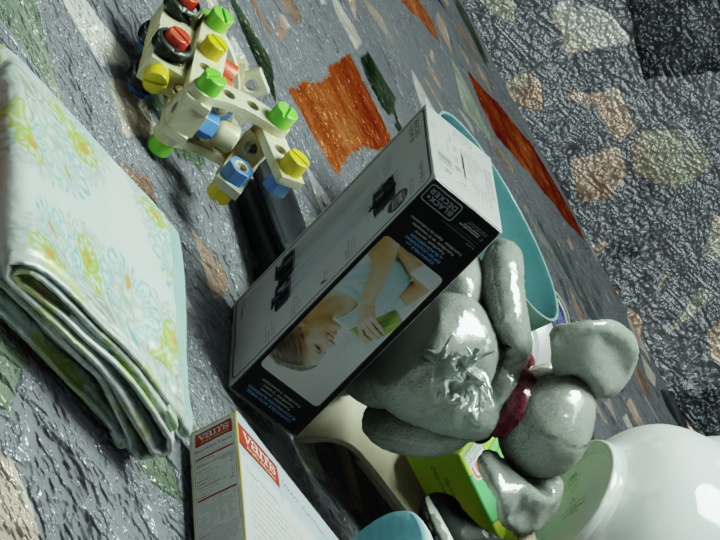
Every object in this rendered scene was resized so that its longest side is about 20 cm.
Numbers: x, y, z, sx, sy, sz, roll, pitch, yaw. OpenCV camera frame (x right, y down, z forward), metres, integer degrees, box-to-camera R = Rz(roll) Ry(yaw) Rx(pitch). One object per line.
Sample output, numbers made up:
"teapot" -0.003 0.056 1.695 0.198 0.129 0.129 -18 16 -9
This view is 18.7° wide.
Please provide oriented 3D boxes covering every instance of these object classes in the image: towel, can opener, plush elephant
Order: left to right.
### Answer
"towel" -0.153 -0.012 1.190 0.171 0.048 0.200 54 15 -39
"can opener" -0.050 -0.008 1.576 0.078 0.064 0.200 12 32 -37
"plush elephant" 0.090 0.075 1.436 0.155 0.165 0.200 34 7 -24

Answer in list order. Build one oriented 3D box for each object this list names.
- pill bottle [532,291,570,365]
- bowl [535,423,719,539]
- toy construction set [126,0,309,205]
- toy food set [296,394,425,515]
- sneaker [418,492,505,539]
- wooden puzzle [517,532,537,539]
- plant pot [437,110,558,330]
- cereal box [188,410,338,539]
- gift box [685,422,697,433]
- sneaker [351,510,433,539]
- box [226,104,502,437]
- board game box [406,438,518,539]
"pill bottle" 0.128 0.063 2.021 0.116 0.115 0.200 63 12 2
"bowl" 0.174 0.179 1.494 0.090 0.201 0.201 35 22 -19
"toy construction set" -0.100 -0.125 1.536 0.131 0.092 0.200 32 14 -17
"toy food set" 0.016 0.134 1.582 0.200 0.060 0.144 54 27 -32
"sneaker" 0.105 0.216 1.390 0.076 0.087 0.200 90 -22 -44
"wooden puzzle" 0.107 0.297 1.482 0.200 0.046 0.186 109 -34 -60
"plant pot" 0.061 -0.016 1.855 0.200 0.134 0.200 55 16 -24
"cereal box" -0.043 0.193 1.227 0.144 0.039 0.200 55 14 -33
"gift box" 0.222 0.236 1.759 0.185 0.186 0.201 -84 168 -67
"sneaker" 0.039 0.255 1.354 0.131 0.079 0.201 52 26 -34
"box" 0.000 0.000 1.418 0.060 0.200 0.117 38 20 -19
"board game box" 0.110 0.177 1.580 0.102 0.047 0.201 -53 127 -42
